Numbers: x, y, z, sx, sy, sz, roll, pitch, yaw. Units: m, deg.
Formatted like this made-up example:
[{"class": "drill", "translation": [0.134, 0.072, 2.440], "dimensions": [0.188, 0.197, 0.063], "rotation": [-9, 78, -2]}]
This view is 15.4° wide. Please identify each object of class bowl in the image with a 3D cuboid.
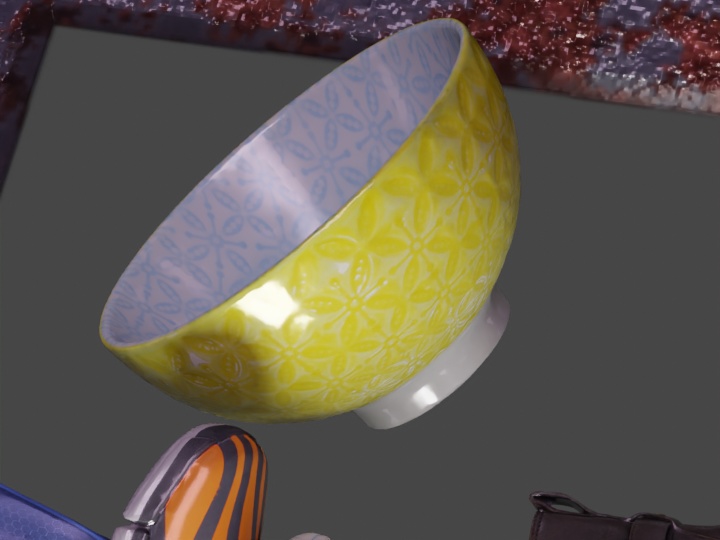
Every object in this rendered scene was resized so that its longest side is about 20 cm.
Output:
[{"class": "bowl", "translation": [0.000, 0.000, 1.108], "dimensions": [0.200, 0.200, 0.108], "rotation": [-45, 107, -10]}]

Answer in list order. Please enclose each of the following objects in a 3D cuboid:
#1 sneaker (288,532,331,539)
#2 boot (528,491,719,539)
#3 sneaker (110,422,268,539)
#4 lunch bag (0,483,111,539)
[{"class": "sneaker", "translation": [0.011, 0.206, 1.038], "dimensions": [0.130, 0.080, 0.202], "rotation": [4, 75, 16]}, {"class": "boot", "translation": [0.143, 0.174, 1.039], "dimensions": [0.173, 0.069, 0.201], "rotation": [-9, 59, 14]}, {"class": "sneaker", "translation": [-0.044, 0.163, 0.986], "dimensions": [0.111, 0.077, 0.202], "rotation": [15, 92, 33]}, {"class": "lunch bag", "translation": [-0.172, 0.154, 1.069], "dimensions": [0.199, 0.136, 0.133], "rotation": [25, 73, 20]}]
